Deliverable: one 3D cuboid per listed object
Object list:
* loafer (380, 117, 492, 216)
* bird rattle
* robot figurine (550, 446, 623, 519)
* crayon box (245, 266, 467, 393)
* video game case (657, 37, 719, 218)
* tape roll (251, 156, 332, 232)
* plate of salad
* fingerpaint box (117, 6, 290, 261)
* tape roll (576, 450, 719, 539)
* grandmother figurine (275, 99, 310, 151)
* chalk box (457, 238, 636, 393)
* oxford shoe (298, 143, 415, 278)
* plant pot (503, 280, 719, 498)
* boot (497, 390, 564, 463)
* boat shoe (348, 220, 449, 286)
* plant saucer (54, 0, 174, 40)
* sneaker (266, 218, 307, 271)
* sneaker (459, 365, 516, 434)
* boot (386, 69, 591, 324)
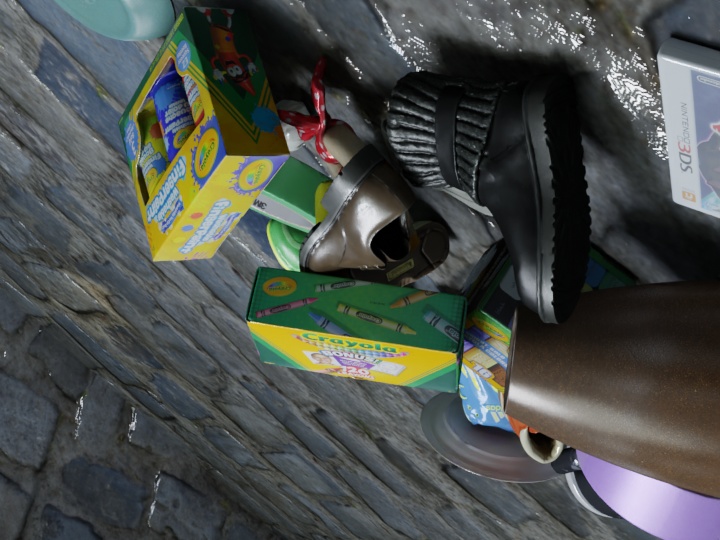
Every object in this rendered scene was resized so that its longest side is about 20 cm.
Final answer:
[{"bbox_3d":[0.096,-0.098,1.174,0.199,0.070,0.070,17,162,42],"label":"loafer"},{"bbox_3d":[-0.001,-0.098,1.258,0.163,0.112,0.201,44,159,45],"label":"bird rattle"},{"bbox_3d":[0.309,0.212,1.463,0.150,0.125,0.200,40,160,-4],"label":"robot figurine"},{"bbox_3d":[-0.001,0.057,1.234,0.198,0.059,0.119,8,158,7],"label":"crayon box"},{"bbox_3d":[0.314,-0.076,0.945,0.199,0.023,0.183,23,157,29],"label":"video game case"},{"bbox_3d":[-0.103,-0.097,1.446,0.199,0.048,0.200,25,174,3],"label":"tape roll"},{"bbox_3d":[0.169,0.204,1.591,0.199,0.200,0.048,24,122,27],"label":"plate of salad"},{"bbox_3d":[-0.161,-0.130,1.283,0.200,0.073,0.168,-45,56,49],"label":"fingerpaint box"},{"bbox_3d":[0.308,0.166,1.238,0.199,0.200,0.066,28,128,19],"label":"tape roll"},{"bbox_3d":[-0.129,-0.172,1.386,0.199,0.061,0.121,24,166,36],"label":"grandmother figurine"},{"bbox_3d":[0.175,0.036,1.273,0.124,0.125,0.200,36,161,-4],"label":"chalk box"},{"bbox_3d":[-0.002,-0.024,1.182,0.084,0.073,0.200,41,150,7],"label":"oxford shoe"},{"bbox_3d":[0.226,0.090,1.121,0.198,0.188,0.187,7,156,4],"label":"plant pot"},{"bbox_3d":[0.185,0.118,1.425,0.108,0.074,0.201,-105,-2,-53],"label":"boot"},{"bbox_3d":[0.000,0.000,1.377,0.076,0.199,0.072,17,121,50],"label":"boat shoe"},{"bbox_3d":[-0.285,-0.305,1.363,0.199,0.036,0.200,31,159,13],"label":"plant saucer"},{"bbox_3d":[-0.024,-0.010,1.592,0.200,0.074,0.084,38,135,0],"label":"sneaker"},{"bbox_3d":[0.134,0.122,1.541,0.199,0.105,0.076,35,-171,-2],"label":"sneaker"},{"bbox_3d":[0.106,-0.064,1.090,0.157,0.079,0.213,2,101,35],"label":"boot"}]
